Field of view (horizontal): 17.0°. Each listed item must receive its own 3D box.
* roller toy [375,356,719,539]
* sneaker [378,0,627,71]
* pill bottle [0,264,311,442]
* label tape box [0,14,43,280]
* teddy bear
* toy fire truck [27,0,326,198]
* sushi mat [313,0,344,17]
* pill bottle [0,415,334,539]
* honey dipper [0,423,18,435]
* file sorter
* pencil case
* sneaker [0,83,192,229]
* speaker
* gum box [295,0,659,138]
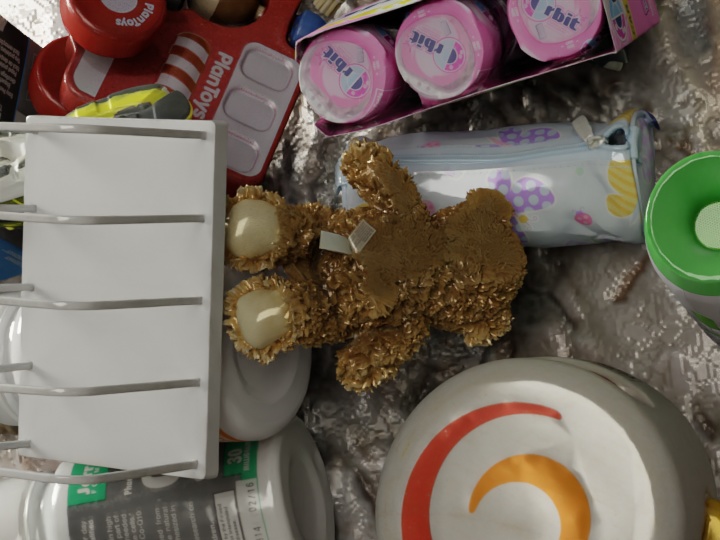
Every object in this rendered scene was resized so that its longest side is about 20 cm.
[{"bbox_3d":[0.114,0.141,1.404,0.199,0.140,0.183,-26,79,17],"label":"roller toy"},{"bbox_3d":[0.106,-0.159,1.514,0.199,0.080,0.130,-35,59,-3],"label":"sneaker"},{"bbox_3d":[-0.138,0.050,1.462,0.199,0.112,0.113,-4,75,33],"label":"pill bottle"},{"bbox_3d":[-0.253,-0.055,1.577,0.063,0.144,0.201,7,79,18],"label":"label tape box"},{"bbox_3d":[0.000,0.000,1.412,0.199,0.067,0.146,-23,82,-34],"label":"teddy bear"},{"bbox_3d":[-0.110,-0.152,1.561,0.167,0.112,0.201,27,53,-6],"label":"toy fire truck"},{"bbox_3d":[0.012,-0.268,1.565,0.200,0.012,0.096,-48,62,31],"label":"sushi mat"},{"bbox_3d":[-0.125,0.159,1.495,0.199,0.113,0.114,-12,73,15],"label":"pill bottle"},{"bbox_3d":[-0.314,0.083,1.622,0.199,0.038,0.038,5,78,22],"label":"honey dipper"},{"bbox_3d":[-0.167,0.015,1.340,0.138,0.124,0.201,4,94,33],"label":"file sorter"},{"bbox_3d":[0.087,-0.051,1.489,0.199,0.091,0.084,-5,76,18],"label":"pencil case"},{"bbox_3d":[-0.189,-0.044,1.470,0.199,0.085,0.075,-15,32,4],"label":"sneaker"},{"bbox_3d":[0.217,-0.006,1.373,0.088,0.200,0.089,-4,75,17],"label":"speaker"},{"bbox_3d":[0.066,-0.142,1.436,0.199,0.113,0.067,-15,99,23],"label":"gum box"}]
